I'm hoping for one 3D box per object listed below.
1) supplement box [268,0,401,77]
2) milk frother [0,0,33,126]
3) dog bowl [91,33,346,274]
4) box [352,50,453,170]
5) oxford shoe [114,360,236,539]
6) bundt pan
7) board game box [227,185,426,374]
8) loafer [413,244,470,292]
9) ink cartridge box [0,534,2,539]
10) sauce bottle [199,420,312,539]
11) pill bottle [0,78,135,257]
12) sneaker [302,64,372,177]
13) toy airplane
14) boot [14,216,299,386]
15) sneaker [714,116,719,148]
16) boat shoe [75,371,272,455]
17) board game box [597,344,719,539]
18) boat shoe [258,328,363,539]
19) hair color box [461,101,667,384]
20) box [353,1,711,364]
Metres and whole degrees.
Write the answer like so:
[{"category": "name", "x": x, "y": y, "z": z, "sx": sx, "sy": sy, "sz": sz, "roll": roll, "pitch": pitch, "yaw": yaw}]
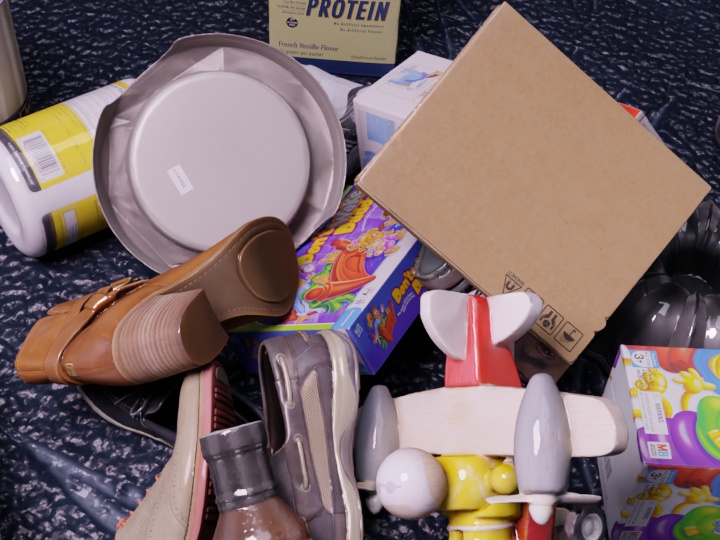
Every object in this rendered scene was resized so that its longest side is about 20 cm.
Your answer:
[{"category": "supplement box", "x": -0.019, "y": -0.343, "z": 1.110, "sx": 0.134, "sy": 0.200, "sz": 0.200, "roll": 4, "pitch": 46, "yaw": 0}, {"category": "milk frother", "x": -0.396, "y": -0.172, "z": 0.929, "sx": 0.199, "sy": 0.188, "sz": 0.181, "roll": -17, "pitch": 50, "yaw": -19}, {"category": "dog bowl", "x": -0.114, "y": -0.086, "z": 0.862, "sx": 0.199, "sy": 0.059, "sz": 0.201, "roll": 0, "pitch": 90, "yaw": -12}, {"category": "box", "x": 0.104, "y": -0.099, "z": 0.930, "sx": 0.200, "sy": 0.113, "sz": 0.101, "roll": 23, "pitch": 48, "yaw": 33}, {"category": "oxford shoe", "x": -0.124, "y": 0.155, "z": 0.688, "sx": 0.075, "sy": 0.070, "sz": 0.201, "roll": 1, "pitch": 70, "yaw": 12}, {"category": "bundt pan", "x": 0.273, "y": 0.014, "z": 0.883, "sx": 0.201, "sy": 0.076, "sz": 0.202, "roll": 2, "pitch": 48, "yaw": -2}, {"category": "board game box", "x": 0.000, "y": 0.000, "z": 0.851, "sx": 0.134, "sy": 0.045, "sz": 0.200, "roll": -5, "pitch": 35, "yaw": 41}, {"category": "loafer", "x": 0.088, "y": -0.076, "z": 0.793, "sx": 0.072, "sy": 0.063, "sz": 0.200, "roll": 8, "pitch": 63, "yaw": 54}, {"category": "ink cartridge box", "x": -0.326, "y": 0.140, "z": 0.712, "sx": 0.146, "sy": 0.084, "sz": 0.200, "roll": -15, "pitch": 49, "yaw": -18}, {"category": "sauce bottle", "x": -0.053, "y": 0.191, "z": 0.636, "sx": 0.065, "sy": 0.065, "sz": 0.201, "roll": -14, "pitch": 84, "yaw": -17}, {"category": "pill bottle", "x": -0.219, "y": -0.099, "z": 0.926, "sx": 0.200, "sy": 0.112, "sz": 0.112, "roll": -27, "pitch": 54, "yaw": -27}, {"category": "sneaker", "x": -0.061, "y": -0.125, "z": 0.992, "sx": 0.115, "sy": 0.075, "sz": 0.200, "roll": 25, "pitch": 46, "yaw": 21}, {"category": "toy airplane", "x": 0.068, "y": 0.109, "z": 0.693, "sx": 0.141, "sy": 0.200, "sz": 0.199, "roll": -17, "pitch": 48, "yaw": -35}, {"category": "boot", "x": -0.142, "y": 0.027, "z": 0.783, "sx": 0.155, "sy": 0.077, "sz": 0.200, "roll": -11, "pitch": 24, "yaw": 29}, {"category": "sneaker", "x": 0.367, "y": -0.080, "z": 0.978, "sx": 0.087, "sy": 0.074, "sz": 0.200, "roll": -5, "pitch": 52, "yaw": -17}, {"category": "boat shoe", "x": -0.137, "y": 0.094, "z": 0.787, "sx": 0.200, "sy": 0.062, "sz": 0.075, "roll": 31, "pitch": 54, "yaw": 24}, {"category": "board game box", "x": 0.279, "y": 0.126, "z": 0.758, "sx": 0.199, "sy": 0.103, "sz": 0.105, "roll": 3, "pitch": 47, "yaw": -2}, {"category": "boat shoe", "x": -0.043, "y": 0.137, "z": 0.710, "sx": 0.073, "sy": 0.074, "sz": 0.201, "roll": 5, "pitch": 70, "yaw": -18}, {"category": "hair color box", "x": 0.158, "y": -0.019, "z": 0.814, "sx": 0.200, "sy": 0.111, "sz": 0.064, "roll": -51, "pitch": 36, "yaw": -1}, {"category": "box", "x": 0.122, "y": -0.059, "z": 0.745, "sx": 0.200, "sy": 0.021, "sz": 0.164, "roll": 40, "pitch": 87, "yaw": -7}]
